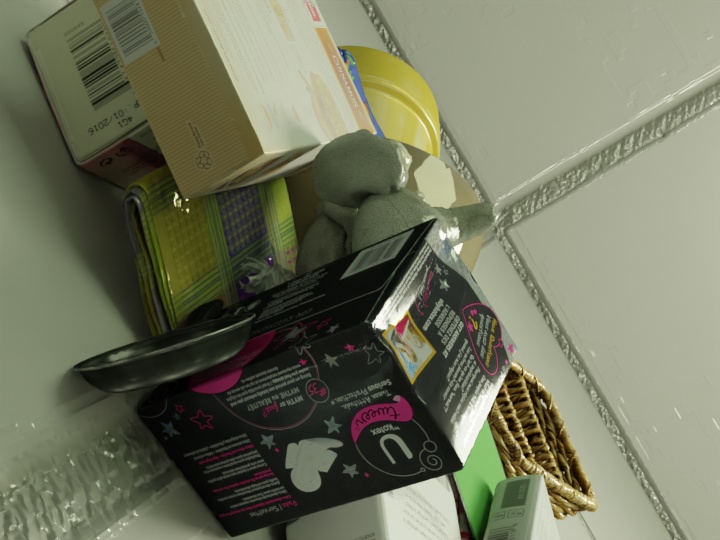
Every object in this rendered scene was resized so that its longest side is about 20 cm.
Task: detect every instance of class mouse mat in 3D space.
[{"bbox_3d":[0.101,0.173,1.116,0.161,0.007,0.202,-11,82,-72],"label":"mouse mat"}]

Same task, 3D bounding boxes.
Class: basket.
[{"bbox_3d":[0.161,0.172,1.450,0.201,0.148,0.143,-105,179,-50],"label":"basket"}]

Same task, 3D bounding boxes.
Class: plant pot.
[{"bbox_3d":[-0.011,-0.105,1.407,0.201,0.200,0.190,50,26,-36],"label":"plant pot"},{"bbox_3d":[0.000,0.000,1.145,0.201,0.199,0.135,50,42,-37],"label":"plant pot"}]

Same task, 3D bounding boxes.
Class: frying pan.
[{"bbox_3d":[-0.126,0.049,0.835,0.190,0.114,0.031,177,-104,-76],"label":"frying pan"}]

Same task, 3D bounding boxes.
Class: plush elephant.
[{"bbox_3d":[0.026,-0.020,0.964,0.199,0.154,0.166,-17,90,-39],"label":"plush elephant"}]

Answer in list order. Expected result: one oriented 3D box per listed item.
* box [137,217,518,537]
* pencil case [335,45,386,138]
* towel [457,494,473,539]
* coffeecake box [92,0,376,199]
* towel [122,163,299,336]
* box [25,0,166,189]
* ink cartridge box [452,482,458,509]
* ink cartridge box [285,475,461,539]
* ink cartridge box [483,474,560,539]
[{"bbox_3d":[-0.018,0.072,0.852,0.115,0.199,0.132,57,36,-16],"label":"box"},{"bbox_3d":[-0.014,-0.116,1.186,0.078,0.087,0.201,45,-11,47],"label":"pencil case"},{"bbox_3d":[0.111,0.243,1.122,0.201,0.023,0.145,-81,149,-56],"label":"towel"},{"bbox_3d":[-0.084,-0.145,0.949,0.155,0.073,0.200,65,24,1],"label":"coffeecake box"},{"bbox_3d":[-0.105,-0.024,0.972,0.200,0.023,0.145,-43,126,-57],"label":"towel"},{"bbox_3d":[-0.157,-0.136,1.066,0.129,0.108,0.200,65,13,19],"label":"box"},{"bbox_3d":[0.060,0.209,1.161,0.200,0.037,0.095,43,24,-8],"label":"ink cartridge box"},{"bbox_3d":[0.011,0.183,0.986,0.144,0.083,0.201,46,27,-47],"label":"ink cartridge box"},{"bbox_3d":[0.146,0.291,1.071,0.162,0.050,0.202,-54,132,-69],"label":"ink cartridge box"}]
